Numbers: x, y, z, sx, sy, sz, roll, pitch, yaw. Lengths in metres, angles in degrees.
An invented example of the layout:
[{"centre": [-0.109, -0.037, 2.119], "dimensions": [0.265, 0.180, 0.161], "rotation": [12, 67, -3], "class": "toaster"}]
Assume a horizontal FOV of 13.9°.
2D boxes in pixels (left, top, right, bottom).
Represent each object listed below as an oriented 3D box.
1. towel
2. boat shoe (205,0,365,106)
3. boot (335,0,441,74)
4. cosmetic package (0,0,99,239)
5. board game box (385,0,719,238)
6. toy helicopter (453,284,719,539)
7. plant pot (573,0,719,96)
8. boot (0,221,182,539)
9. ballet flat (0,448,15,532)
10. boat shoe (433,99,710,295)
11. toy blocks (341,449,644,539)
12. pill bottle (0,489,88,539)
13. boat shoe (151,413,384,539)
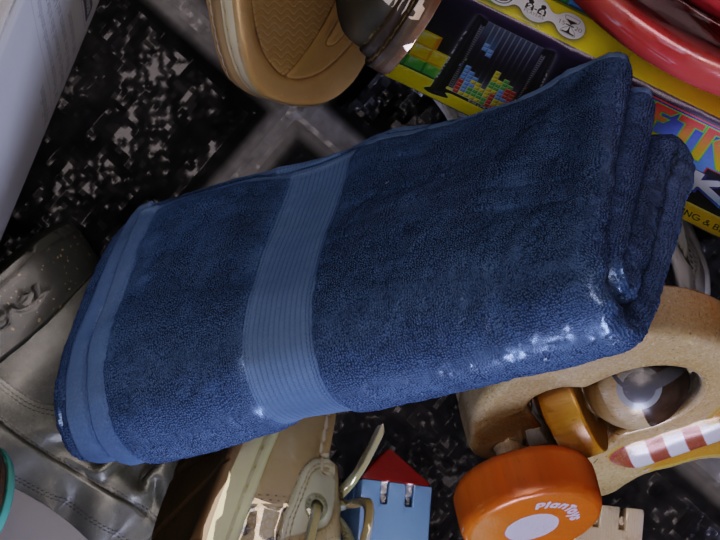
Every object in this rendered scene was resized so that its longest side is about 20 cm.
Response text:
[{"centre": [0.000, 0.000, 0.918], "dimensions": [0.199, 0.112, 0.049], "rotation": [-14, 125, 26], "class": "towel"}, {"centre": [-0.029, -0.153, 1.014], "dimensions": [0.073, 0.069, 0.201], "rotation": [8, 81, -33], "class": "boat shoe"}, {"centre": [-0.012, -0.151, 0.926], "dimensions": [0.097, 0.075, 0.201], "rotation": [24, 46, -20], "class": "boot"}, {"centre": [-0.205, -0.072, 0.943], "dimensions": [0.198, 0.123, 0.201], "rotation": [19, 71, 4], "class": "cosmetic package"}, {"centre": [0.127, -0.094, 0.987], "dimensions": [0.199, 0.057, 0.166], "rotation": [25, 54, -3], "class": "board game box"}, {"centre": [0.123, 0.039, 0.969], "dimensions": [0.199, 0.132, 0.079], "rotation": [15, 49, -40], "class": "toy helicopter"}, {"centre": [0.149, -0.156, 0.887], "dimensions": [0.199, 0.183, 0.201], "rotation": [10, 54, -13], "class": "plant pot"}, {"centre": [-0.130, 0.090, 1.008], "dimensions": [0.200, 0.068, 0.131], "rotation": [-40, 97, -2], "class": "boot"}, {"centre": [-0.189, 0.074, 0.894], "dimensions": [0.073, 0.199, 0.073], "rotation": [20, 61, -41], "class": "ballet flat"}, {"centre": [0.064, -0.063, 1.015], "dimensions": [0.071, 0.069, 0.201], "rotation": [-32, 89, 0], "class": "boat shoe"}, {"centre": [0.061, 0.138, 1.008], "dimensions": [0.199, 0.100, 0.137], "rotation": [8, 80, -14], "class": "toy blocks"}, {"centre": [-0.161, 0.165, 0.950], "dimensions": [0.111, 0.111, 0.200], "rotation": [40, 107, -2], "class": "pill bottle"}, {"centre": [-0.037, 0.110, 0.959], "dimensions": [0.062, 0.073, 0.201], "rotation": [22, 72, -14], "class": "boat shoe"}]
